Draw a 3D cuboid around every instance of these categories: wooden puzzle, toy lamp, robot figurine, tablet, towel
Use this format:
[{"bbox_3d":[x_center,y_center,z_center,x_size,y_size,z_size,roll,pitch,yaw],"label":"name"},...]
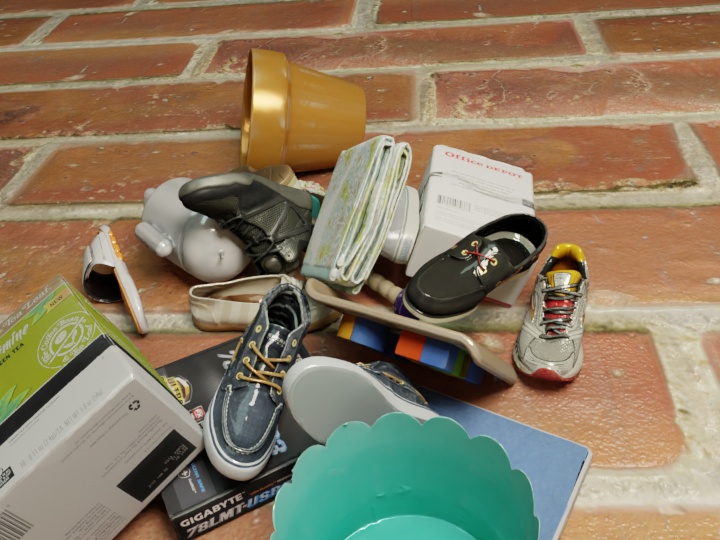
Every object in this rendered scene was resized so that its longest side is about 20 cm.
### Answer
[{"bbox_3d":[0.053,0.077,0.774,0.199,0.185,0.047,20,84,27],"label":"wooden puzzle"},{"bbox_3d":[0.000,0.000,0.944,0.058,0.059,0.199,-32,44,-29],"label":"toy lamp"},{"bbox_3d":[-0.218,-0.055,1.000,0.199,0.114,0.169,28,34,37],"label":"robot figurine"},{"bbox_3d":[0.112,0.188,0.721,0.198,0.014,0.130,16,44,28],"label":"tablet"},{"bbox_3d":[-0.010,-0.062,0.852,0.048,0.173,0.200,21,-4,-17],"label":"towel"}]

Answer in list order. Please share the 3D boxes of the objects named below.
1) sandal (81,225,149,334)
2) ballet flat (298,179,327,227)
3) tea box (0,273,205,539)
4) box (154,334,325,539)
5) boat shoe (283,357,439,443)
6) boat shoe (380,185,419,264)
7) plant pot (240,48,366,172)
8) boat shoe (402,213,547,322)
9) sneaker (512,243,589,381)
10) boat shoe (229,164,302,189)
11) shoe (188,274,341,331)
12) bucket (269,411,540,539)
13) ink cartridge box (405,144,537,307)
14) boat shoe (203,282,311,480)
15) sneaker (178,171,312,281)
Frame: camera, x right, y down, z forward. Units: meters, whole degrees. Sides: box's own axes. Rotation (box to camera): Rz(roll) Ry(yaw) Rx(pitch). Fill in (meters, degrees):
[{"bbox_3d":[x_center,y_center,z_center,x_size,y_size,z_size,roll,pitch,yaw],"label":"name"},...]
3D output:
[{"bbox_3d":[-0.331,0.013,0.958,0.059,0.080,0.207,-19,41,-21],"label":"sandal"},{"bbox_3d":[-0.032,-0.082,1.046,0.064,0.076,0.200,-17,39,-39],"label":"ballet flat"},{"bbox_3d":[-0.288,0.148,0.691,0.200,0.134,0.196,-44,47,-13],"label":"tea box"},{"bbox_3d":[-0.127,0.155,0.773,0.197,0.050,0.200,-21,41,-17],"label":"box"},{"bbox_3d":[-0.004,0.117,0.682,0.071,0.200,0.091,-51,37,7],"label":"boat shoe"},{"bbox_3d":[0.032,-0.070,0.939,0.071,0.071,0.201,18,21,-6],"label":"boat shoe"},{"bbox_3d":[-0.092,-0.239,1.172,0.181,0.202,0.201,3,36,-14],"label":"plant pot"},{"bbox_3d":[0.122,-0.008,0.773,0.200,0.063,0.074,-25,59,-37],"label":"boat shoe"},{"bbox_3d":[0.218,0.044,0.834,0.077,0.083,0.201,6,40,16],"label":"sneaker"},{"bbox_3d":[-0.155,-0.109,1.073,0.199,0.063,0.074,9,55,50],"label":"boat shoe"},{"bbox_3d":[-0.117,0.040,0.912,0.198,0.054,0.070,-4,38,4],"label":"shoe"},{"bbox_3d":[0.035,0.229,0.580,0.205,0.136,0.208,-3,38,3],"label":"bucket"},{"bbox_3d":[0.145,-0.064,0.953,0.144,0.084,0.201,17,39,-2],"label":"ink cartridge box"},{"bbox_3d":[-0.097,0.097,0.712,0.070,0.091,0.201,21,35,-12],"label":"boat shoe"},{"bbox_3d":[-0.132,-0.054,0.910,0.076,0.199,0.115,-20,70,35],"label":"sneaker"}]
